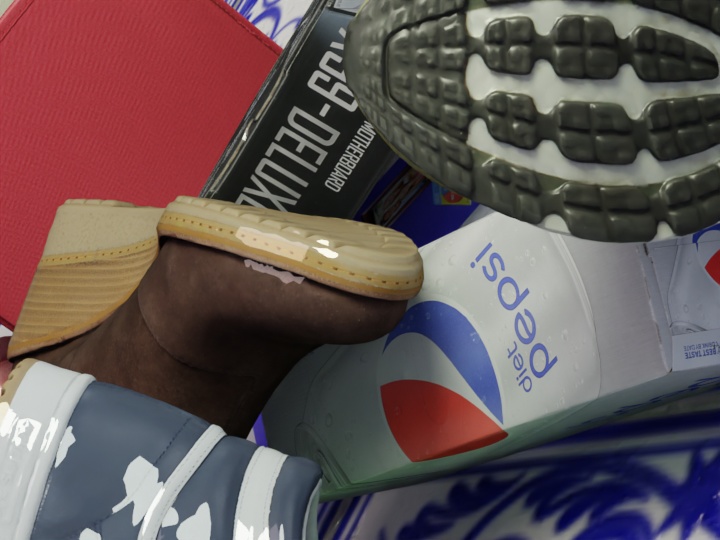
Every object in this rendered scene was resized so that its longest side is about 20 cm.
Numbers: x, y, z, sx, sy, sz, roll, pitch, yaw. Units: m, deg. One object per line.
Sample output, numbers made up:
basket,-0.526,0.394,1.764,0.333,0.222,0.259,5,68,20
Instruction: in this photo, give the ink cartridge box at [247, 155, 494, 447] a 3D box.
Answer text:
ink cartridge box,0.000,0.000,0.897,0.200,0.043,0.198,-47,21,12

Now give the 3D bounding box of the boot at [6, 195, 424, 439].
boot,-0.052,0.062,0.702,0.200,0.072,0.167,3,86,56

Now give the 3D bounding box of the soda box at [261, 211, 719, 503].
soda box,0.046,0.022,0.695,0.200,0.068,0.064,-25,75,52

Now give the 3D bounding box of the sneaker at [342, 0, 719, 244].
sneaker,0.083,-0.046,0.595,0.089,0.200,0.077,-170,83,-68

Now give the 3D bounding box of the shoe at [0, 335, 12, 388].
shoe,-0.205,0.124,1.051,0.200,0.071,0.091,-45,64,11

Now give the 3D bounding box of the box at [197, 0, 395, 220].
box,-0.001,-0.075,0.797,0.200,0.050,0.158,-56,6,35

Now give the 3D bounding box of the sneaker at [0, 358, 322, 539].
sneaker,-0.068,0.133,0.616,0.070,0.108,0.200,70,-146,-84

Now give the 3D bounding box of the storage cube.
storage cube,-0.123,-0.058,1.061,0.200,0.180,0.171,-52,20,1
